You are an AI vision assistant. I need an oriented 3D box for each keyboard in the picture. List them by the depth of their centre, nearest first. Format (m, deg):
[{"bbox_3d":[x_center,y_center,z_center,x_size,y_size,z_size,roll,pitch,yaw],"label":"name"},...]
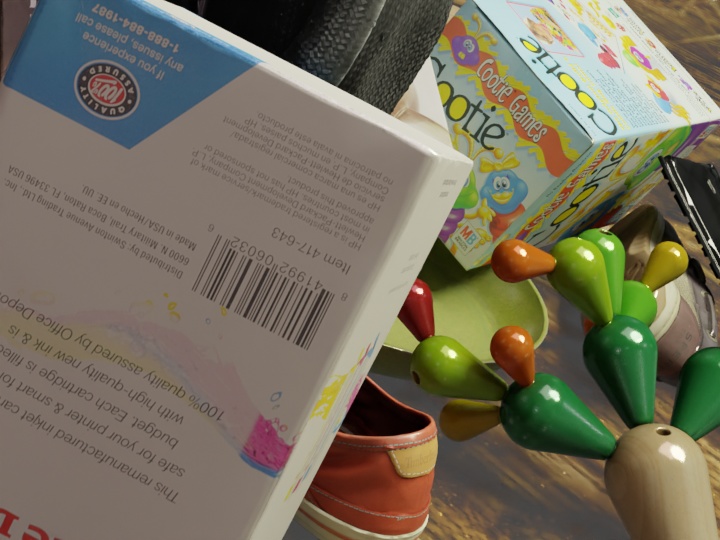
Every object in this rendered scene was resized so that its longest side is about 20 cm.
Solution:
[{"bbox_3d":[0.220,0.031,0.887,0.104,0.040,0.200,6,57,-56],"label":"keyboard"}]

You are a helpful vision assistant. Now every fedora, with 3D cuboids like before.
[{"bbox_3d":[-0.018,-0.121,0.649,0.091,0.201,0.201,23,19,-41],"label":"fedora"}]

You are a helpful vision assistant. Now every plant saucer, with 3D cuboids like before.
[{"bbox_3d":[0.000,0.000,0.807,0.200,0.031,0.200,20,24,-9],"label":"plant saucer"}]

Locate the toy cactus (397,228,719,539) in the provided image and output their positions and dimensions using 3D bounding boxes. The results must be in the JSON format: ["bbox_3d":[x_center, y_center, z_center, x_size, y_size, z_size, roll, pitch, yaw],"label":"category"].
[{"bbox_3d":[0.115,0.061,0.712,0.200,0.102,0.165,0,64,-31],"label":"toy cactus"}]

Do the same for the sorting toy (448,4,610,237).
[{"bbox_3d":[0.076,-0.099,1.010,0.185,0.036,0.200,15,44,-43],"label":"sorting toy"}]

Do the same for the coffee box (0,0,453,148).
[{"bbox_3d":[-0.068,-0.067,0.726,0.199,0.080,0.113,2,48,-13],"label":"coffee box"}]

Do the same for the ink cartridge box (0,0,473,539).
[{"bbox_3d":[-0.067,0.023,0.513,0.128,0.200,0.125,28,7,6],"label":"ink cartridge box"}]

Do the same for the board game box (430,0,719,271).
[{"bbox_3d":[0.107,-0.083,0.888,0.105,0.103,0.200,52,30,14],"label":"board game box"}]

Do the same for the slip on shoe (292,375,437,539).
[{"bbox_3d":[-0.047,0.038,0.647,0.200,0.061,0.074,35,27,24],"label":"slip on shoe"}]

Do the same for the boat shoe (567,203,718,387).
[{"bbox_3d":[0.164,0.017,0.891,0.065,0.072,0.200,45,14,-8],"label":"boat shoe"}]
